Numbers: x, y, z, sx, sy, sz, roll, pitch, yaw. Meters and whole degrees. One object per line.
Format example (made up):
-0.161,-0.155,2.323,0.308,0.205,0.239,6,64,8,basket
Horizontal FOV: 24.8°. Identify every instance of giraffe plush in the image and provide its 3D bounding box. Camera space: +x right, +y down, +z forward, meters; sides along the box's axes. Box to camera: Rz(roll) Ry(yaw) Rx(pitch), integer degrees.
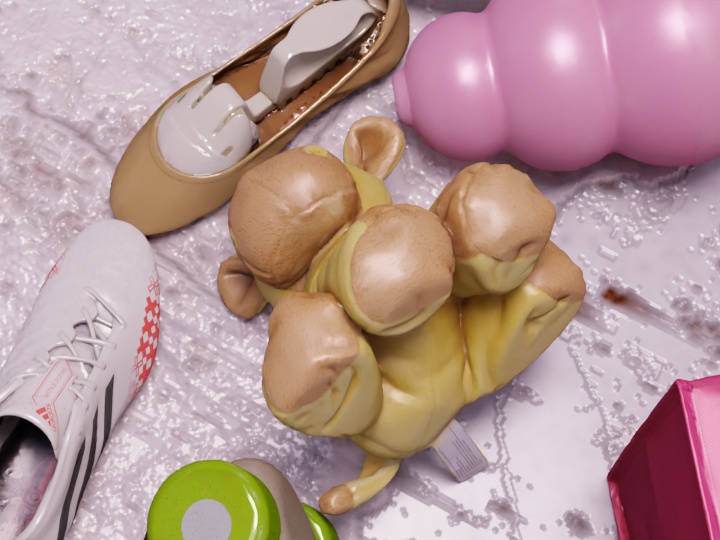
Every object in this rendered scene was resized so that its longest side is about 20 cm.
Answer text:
0.000,0.000,0.811,0.172,0.201,0.162,-28,56,-15,giraffe plush

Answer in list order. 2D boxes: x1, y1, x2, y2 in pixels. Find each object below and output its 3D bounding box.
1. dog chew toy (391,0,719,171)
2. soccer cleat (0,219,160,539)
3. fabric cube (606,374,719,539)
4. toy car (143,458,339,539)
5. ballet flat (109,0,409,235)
0.116,-0.108,0.868,0.198,0.125,0.126,-11,72,4,dog chew toy
-0.151,0.062,0.817,0.068,0.085,0.201,18,72,5,soccer cleat
0.239,0.153,0.739,0.197,0.196,0.202,-8,72,-4,fabric cube
-0.104,0.188,0.748,0.198,0.164,0.159,-21,73,5,toy car
-0.057,-0.097,0.885,0.200,0.063,0.069,-40,76,-13,ballet flat
